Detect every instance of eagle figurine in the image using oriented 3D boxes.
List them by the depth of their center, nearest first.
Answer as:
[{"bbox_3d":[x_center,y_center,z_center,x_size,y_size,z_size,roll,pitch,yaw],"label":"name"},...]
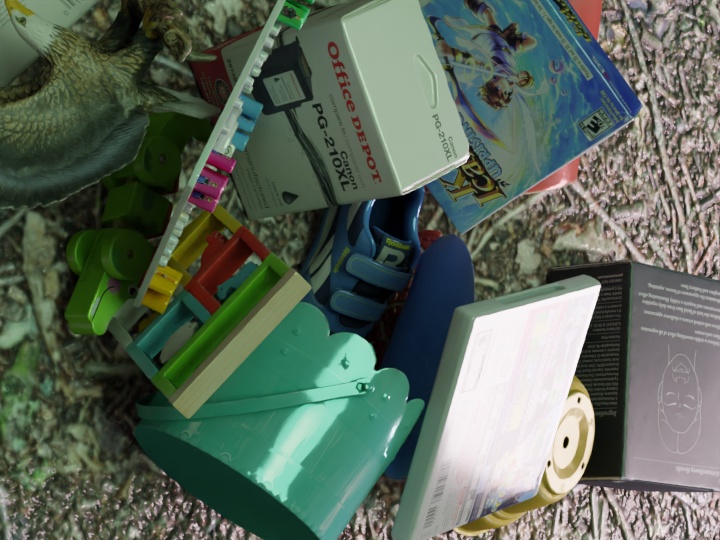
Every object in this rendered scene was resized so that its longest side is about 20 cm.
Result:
[{"bbox_3d":[-0.208,-0.120,1.382,0.200,0.152,0.151,-44,75,-1],"label":"eagle figurine"}]

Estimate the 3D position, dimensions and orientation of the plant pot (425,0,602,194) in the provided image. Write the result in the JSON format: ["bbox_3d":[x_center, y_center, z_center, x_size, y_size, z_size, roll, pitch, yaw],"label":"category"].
[{"bbox_3d":[0.113,-0.162,1.737,0.200,0.200,0.179,-14,105,-40],"label":"plant pot"}]

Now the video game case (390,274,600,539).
[{"bbox_3d":[0.108,0.108,1.591,0.182,0.023,0.201,-12,123,-50],"label":"video game case"}]

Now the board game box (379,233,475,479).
[{"bbox_3d":[0.065,0.072,1.620,0.039,0.158,0.201,15,107,-17],"label":"board game box"}]

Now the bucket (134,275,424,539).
[{"bbox_3d":[-0.067,0.116,1.541,0.207,0.207,0.135,44,68,-28],"label":"bucket"}]

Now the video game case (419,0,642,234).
[{"bbox_3d":[0.096,-0.158,1.622,0.200,0.181,0.045,53,29,-6],"label":"video game case"}]

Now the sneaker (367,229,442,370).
[{"bbox_3d":[0.049,0.065,1.732,0.082,0.078,0.202,9,87,-46],"label":"sneaker"}]

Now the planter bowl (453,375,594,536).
[{"bbox_3d":[0.148,0.142,1.752,0.200,0.083,0.202,-24,120,-52],"label":"planter bowl"}]

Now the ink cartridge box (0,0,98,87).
[{"bbox_3d":[-0.284,-0.215,1.405,0.200,0.045,0.176,-40,121,12],"label":"ink cartridge box"}]

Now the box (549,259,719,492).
[{"bbox_3d":[0.258,0.102,1.878,0.148,0.107,0.202,12,77,-40],"label":"box"}]

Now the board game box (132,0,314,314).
[{"bbox_3d":[-0.099,-0.089,1.470,0.026,0.200,0.201,26,58,-4],"label":"board game box"}]

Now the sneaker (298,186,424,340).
[{"bbox_3d":[0.000,0.000,1.674,0.074,0.082,0.201,14,91,-38],"label":"sneaker"}]

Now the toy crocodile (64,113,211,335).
[{"bbox_3d":[-0.174,-0.040,1.547,0.062,0.067,0.201,32,66,-34],"label":"toy crocodile"}]

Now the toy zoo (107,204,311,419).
[{"bbox_3d":[-0.124,0.021,1.509,0.131,0.200,0.020,-46,122,-2],"label":"toy zoo"}]

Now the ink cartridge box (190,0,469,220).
[{"bbox_3d":[-0.026,-0.129,1.595,0.084,0.199,0.146,-29,104,-38],"label":"ink cartridge box"}]
